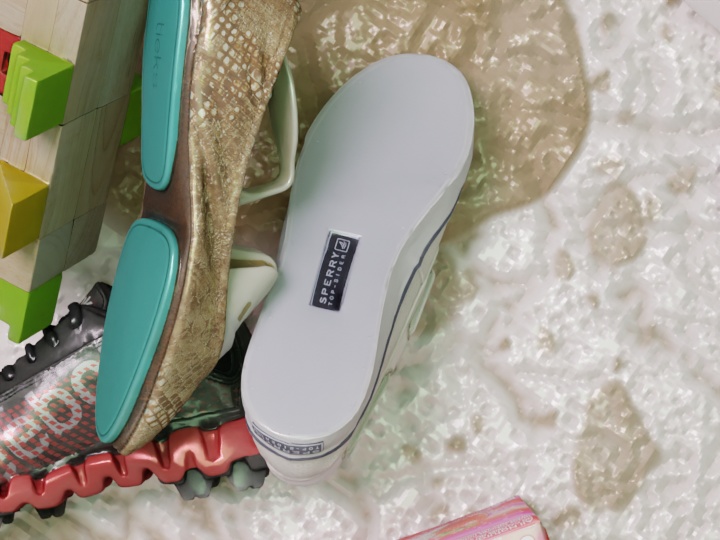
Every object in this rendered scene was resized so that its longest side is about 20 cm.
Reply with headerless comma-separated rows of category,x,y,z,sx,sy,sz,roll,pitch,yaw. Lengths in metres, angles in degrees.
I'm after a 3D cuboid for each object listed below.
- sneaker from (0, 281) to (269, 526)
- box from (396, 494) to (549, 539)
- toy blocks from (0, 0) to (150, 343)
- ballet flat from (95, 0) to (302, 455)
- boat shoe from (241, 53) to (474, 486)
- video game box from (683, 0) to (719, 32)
sneaker,-0.131,0.058,0.825,0.198,0.071,0.099,-11,90,-3
box,-0.004,0.178,0.812,0.198,0.095,0.104,-18,89,-1
toy blocks,-0.160,-0.092,0.767,0.136,0.100,0.202,26,119,16
ballet flat,-0.059,-0.022,0.756,0.065,0.070,0.202,4,106,-27
boat shoe,0.000,0.000,0.822,0.070,0.070,0.202,13,60,7
video game box,0.268,-0.129,0.831,0.200,0.047,0.183,39,81,0
